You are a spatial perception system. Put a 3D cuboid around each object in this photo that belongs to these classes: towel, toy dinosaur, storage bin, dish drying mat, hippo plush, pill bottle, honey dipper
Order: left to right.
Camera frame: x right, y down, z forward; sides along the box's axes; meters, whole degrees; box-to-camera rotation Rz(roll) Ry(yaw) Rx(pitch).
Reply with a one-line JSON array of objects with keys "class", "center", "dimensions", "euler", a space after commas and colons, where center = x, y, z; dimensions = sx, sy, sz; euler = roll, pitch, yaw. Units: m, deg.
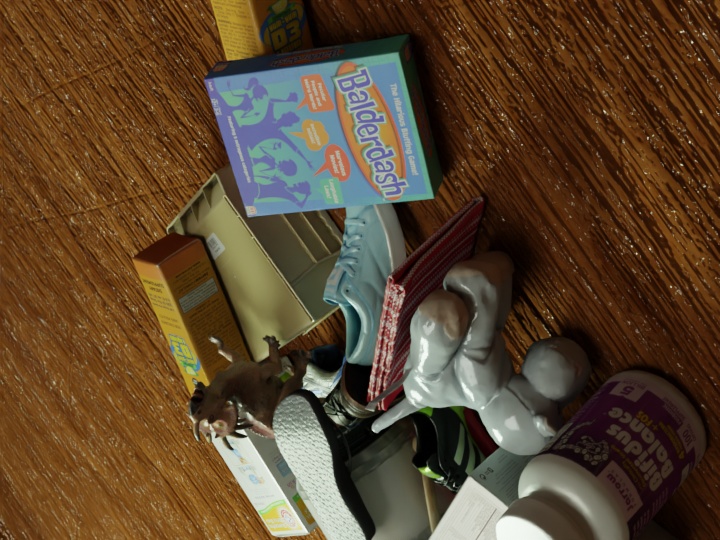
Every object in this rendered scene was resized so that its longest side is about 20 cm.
[{"class": "toy dinosaur", "center": [-0.115, 0.150, 1.538], "dimensions": [0.199, 0.137, 0.086], "euler": [26, 152, -27]}, {"class": "storage bin", "center": [-0.112, -0.015, 1.575], "dimensions": [0.199, 0.093, 0.200], "euler": [55, 149, 1]}, {"class": "towel", "center": [0.064, 0.035, 1.333], "dimensions": [0.022, 0.145, 0.201], "euler": [33, 143, 20]}, {"class": "honey dipper", "center": [0.080, 0.264, 1.469], "dimensions": [0.038, 0.038, 0.201], "euler": [104, 162, -51]}, {"class": "hippo plush", "center": [0.125, 0.094, 1.281], "dimensions": [0.160, 0.201, 0.160], "euler": [34, 165, 16]}, {"class": "dish drying mat", "center": [0.150, 0.229, 1.521], "dimensions": [0.201, 0.018, 0.077], "euler": [54, 148, 0]}, {"class": "pill bottle", "center": [0.210, 0.187, 1.220], "dimensions": [0.112, 0.200, 0.113], "euler": [31, 143, 27]}]

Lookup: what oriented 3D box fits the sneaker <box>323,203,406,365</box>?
[{"class": "sneaker", "center": [0.000, 0.000, 1.403], "dimensions": [0.074, 0.081, 0.202], "euler": [-10, 91, 66]}]

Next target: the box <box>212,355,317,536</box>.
[{"class": "box", "center": [-0.104, 0.227, 1.771], "dimensions": [0.101, 0.112, 0.201], "euler": [-20, 103, 56]}]

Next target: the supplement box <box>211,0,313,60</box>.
[{"class": "supplement box", "center": [-0.090, -0.220, 1.364], "dimensions": [0.068, 0.066, 0.202], "euler": [19, 134, 44]}]

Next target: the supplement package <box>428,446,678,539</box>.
[{"class": "supplement package", "center": [0.179, 0.287, 1.344], "dimensions": [0.199, 0.151, 0.151], "euler": [37, 118, 16]}]

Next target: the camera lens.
[{"class": "camera lens", "center": [0.032, 0.270, 1.581], "dimensions": [0.201, 0.160, 0.160], "euler": [58, 149, -6]}]

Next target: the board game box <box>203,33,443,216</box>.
[{"class": "board game box", "center": [-0.034, -0.135, 1.314], "dimensions": [0.198, 0.045, 0.153], "euler": [-5, 120, 20]}]

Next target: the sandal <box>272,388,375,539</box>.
[{"class": "sandal", "center": [-0.037, 0.207, 1.473], "dimensions": [0.076, 0.043, 0.202], "euler": [1, 122, 37]}]

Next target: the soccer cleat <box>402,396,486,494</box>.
[{"class": "soccer cleat", "center": [0.102, 0.210, 1.471], "dimensions": [0.067, 0.081, 0.201], "euler": [-18, 104, 54]}]

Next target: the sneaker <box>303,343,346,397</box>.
[{"class": "sneaker", "center": [-0.042, 0.128, 1.645], "dimensions": [0.199, 0.077, 0.086], "euler": [-14, 104, 47]}]

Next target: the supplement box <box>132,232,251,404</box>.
[{"class": "supplement box", "center": [-0.190, 0.060, 1.599], "dimensions": [0.066, 0.069, 0.201], "euler": [12, 131, 51]}]

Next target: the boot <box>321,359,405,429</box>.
[{"class": "boot", "center": [-0.002, 0.141, 1.467], "dimensions": [0.074, 0.200, 0.097], "euler": [32, 106, 2]}]
